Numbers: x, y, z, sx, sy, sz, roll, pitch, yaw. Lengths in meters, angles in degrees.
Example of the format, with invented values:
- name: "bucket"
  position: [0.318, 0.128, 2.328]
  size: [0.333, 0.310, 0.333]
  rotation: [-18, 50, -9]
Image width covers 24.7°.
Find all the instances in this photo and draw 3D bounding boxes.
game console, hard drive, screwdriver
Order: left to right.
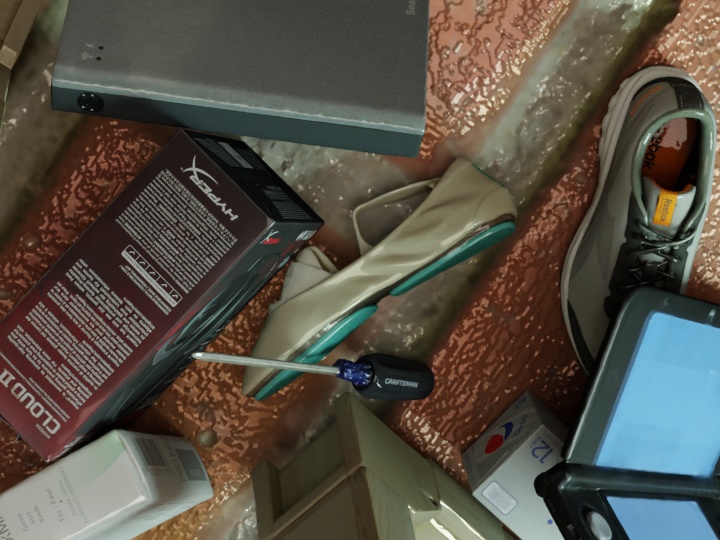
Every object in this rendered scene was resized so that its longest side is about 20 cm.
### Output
- name: "hard drive"
  position: [-0.061, -0.133, 0.916]
  size: [0.199, 0.140, 0.033]
  rotation: [7, 142, -5]
- name: "screwdriver"
  position: [-0.022, 0.054, 0.952]
  size: [0.029, 0.028, 0.200]
  rotation: [-48, 145, 19]
- name: "game console"
  position: [0.202, 0.120, 0.945]
  size: [0.116, 0.200, 0.176]
  rotation: [-42, 59, 26]

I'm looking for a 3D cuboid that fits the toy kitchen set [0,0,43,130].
- name: "toy kitchen set"
  position: [-0.231, -0.173, 0.839]
  size: [0.163, 0.200, 0.181]
  rotation: [27, 105, -18]

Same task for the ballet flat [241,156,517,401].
- name: "ballet flat"
  position: [0.000, 0.000, 0.989]
  size: [0.200, 0.069, 0.070]
  rotation: [-34, 103, 3]

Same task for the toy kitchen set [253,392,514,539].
- name: "toy kitchen set"
  position: [0.008, 0.223, 0.957]
  size: [0.163, 0.181, 0.200]
  rotation: [-41, 115, 14]

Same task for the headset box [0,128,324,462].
- name: "headset box"
  position: [-0.125, 0.019, 0.929]
  size: [0.077, 0.149, 0.200]
  rotation: [44, 97, 6]

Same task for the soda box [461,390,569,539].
- name: "soda box"
  position: [0.156, 0.169, 1.030]
  size: [0.200, 0.068, 0.063]
  rotation: [43, 99, -12]

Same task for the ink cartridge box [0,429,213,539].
- name: "ink cartridge box"
  position: [-0.195, 0.158, 0.958]
  size: [0.200, 0.161, 0.050]
  rotation: [-27, 81, 3]

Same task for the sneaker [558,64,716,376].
- name: "sneaker"
  position: [0.167, -0.019, 0.980]
  size: [0.074, 0.079, 0.201]
  rotation: [6, 105, -7]
